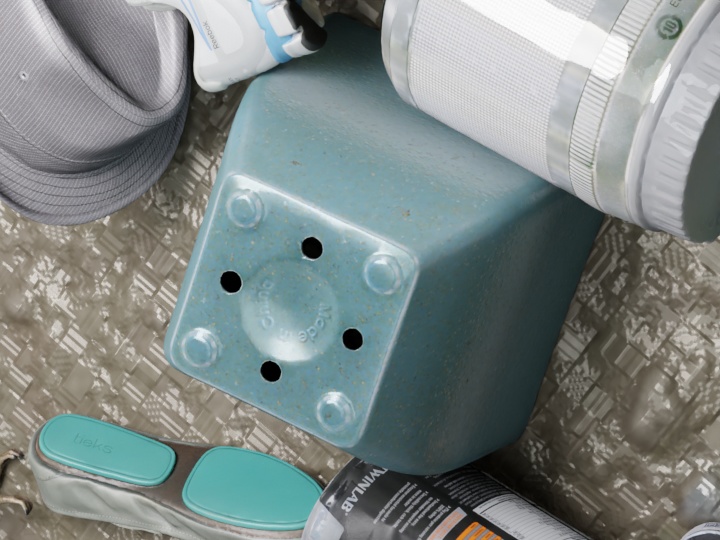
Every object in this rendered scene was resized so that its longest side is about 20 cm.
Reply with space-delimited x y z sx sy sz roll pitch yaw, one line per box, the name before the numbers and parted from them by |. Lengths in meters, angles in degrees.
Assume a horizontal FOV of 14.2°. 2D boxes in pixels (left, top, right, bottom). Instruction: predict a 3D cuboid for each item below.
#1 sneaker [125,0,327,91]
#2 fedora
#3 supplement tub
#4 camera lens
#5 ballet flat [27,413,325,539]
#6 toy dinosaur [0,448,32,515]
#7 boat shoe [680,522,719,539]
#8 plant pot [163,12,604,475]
sneaker | -0.101 -0.186 1.543 0.086 0.075 0.201 -30 77 17
fedora | -0.153 -0.132 1.597 0.090 0.176 0.201 -16 96 53
supplement tub | 0.071 0.184 1.594 0.200 0.122 0.123 31 114 33
camera lens | 0.122 -0.123 1.489 0.199 0.160 0.161 30 113 24
ballet flat | -0.105 0.136 1.724 0.199 0.068 0.064 14 135 19
toy dinosaur | -0.267 0.161 1.777 0.101 0.058 0.201 30 86 2
boat shoe | 0.177 0.243 1.623 0.071 0.068 0.201 20 110 16
plant pot | 0.000 0.000 1.563 0.195 0.200 0.197 24 111 14
